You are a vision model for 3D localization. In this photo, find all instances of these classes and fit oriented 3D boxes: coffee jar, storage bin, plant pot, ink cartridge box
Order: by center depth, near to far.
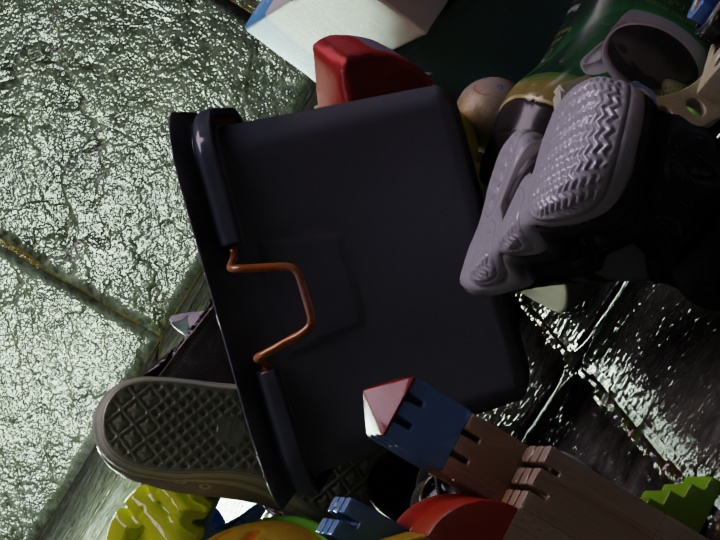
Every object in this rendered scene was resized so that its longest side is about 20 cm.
[{"bbox_3d":[0.000,0.000,0.954,0.134,0.200,0.146,-16,2,7],"label":"storage bin"},{"bbox_3d":[0.143,-0.109,0.972,0.200,0.104,0.085,-60,2,-12],"label":"coffee jar"},{"bbox_3d":[0.017,-0.193,1.174,0.116,0.068,0.200,-59,17,-18],"label":"ink cartridge box"},{"bbox_3d":[0.113,-0.157,1.191,0.200,0.141,0.142,-40,20,49],"label":"plant pot"}]

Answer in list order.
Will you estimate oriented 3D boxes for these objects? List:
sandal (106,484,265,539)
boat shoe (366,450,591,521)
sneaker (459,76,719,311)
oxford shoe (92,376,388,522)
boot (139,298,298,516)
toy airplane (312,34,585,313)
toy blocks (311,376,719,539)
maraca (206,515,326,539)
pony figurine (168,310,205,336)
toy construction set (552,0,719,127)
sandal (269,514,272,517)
[{"bbox_3d":[-0.079,0.121,1.211,0.200,0.087,0.080,-53,54,22],"label":"sandal"},{"bbox_3d":[0.050,0.110,0.921,0.069,0.057,0.200,-61,9,-14],"label":"boat shoe"},{"bbox_3d":[0.114,-0.015,0.815,0.200,0.114,0.076,135,155,-75],"label":"sneaker"},{"bbox_3d":[-0.052,0.098,1.061,0.058,0.200,0.075,144,135,-67],"label":"oxford shoe"},{"bbox_3d":[-0.061,0.115,1.121,0.200,0.174,0.069,-58,9,3],"label":"boot"},{"bbox_3d":[0.048,-0.047,1.112,0.141,0.200,0.199,-43,-4,-9],"label":"toy airplane"},{"bbox_3d":[0.032,0.132,0.699,0.200,0.137,0.100,-61,10,-11],"label":"toy blocks"},{"bbox_3d":[-0.039,0.194,1.002,0.200,0.107,0.137,-8,66,48],"label":"maraca"},{"bbox_3d":[-0.016,0.039,1.297,0.200,0.166,0.193,-66,-21,-18],"label":"pony figurine"},{"bbox_3d":[0.175,-0.099,0.852,0.200,0.092,0.131,-33,26,46],"label":"toy construction set"},{"bbox_3d":[-0.037,0.173,1.260,0.075,0.045,0.200,-59,-7,-36],"label":"sandal"}]
